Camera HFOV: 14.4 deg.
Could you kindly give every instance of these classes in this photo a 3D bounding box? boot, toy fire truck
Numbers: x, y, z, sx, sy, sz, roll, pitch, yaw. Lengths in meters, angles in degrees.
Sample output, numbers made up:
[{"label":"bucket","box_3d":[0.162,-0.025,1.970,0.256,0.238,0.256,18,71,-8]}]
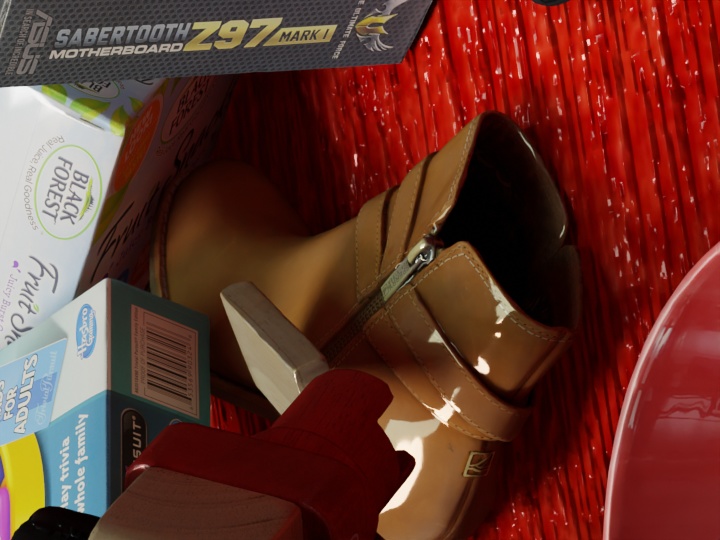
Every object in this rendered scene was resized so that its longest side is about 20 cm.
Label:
[{"label":"boot","box_3d":[0.000,0.000,0.936,0.156,0.076,0.201,-58,35,38]},{"label":"toy fire truck","box_3d":[-0.025,0.101,0.829,0.128,0.200,0.177,12,125,23]}]

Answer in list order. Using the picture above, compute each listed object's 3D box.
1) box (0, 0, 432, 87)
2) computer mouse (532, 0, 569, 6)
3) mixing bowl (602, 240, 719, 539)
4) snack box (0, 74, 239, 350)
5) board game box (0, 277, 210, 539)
[{"label":"box","box_3d":[-0.081,-0.152,0.964,0.201,0.157,0.051,65,145,32]},{"label":"computer mouse","box_3d":[0.063,-0.169,0.813,0.200,0.046,0.141,-39,63,57]},{"label":"mixing bowl","box_3d":[0.151,0.081,0.633,0.200,0.108,0.202,15,108,59]},{"label":"snack box","box_3d":[-0.099,-0.023,1.046,0.053,0.142,0.201,26,130,5]},{"label":"board game box","box_3d":[-0.129,0.114,0.966,0.200,0.047,0.152,-32,48,38]}]
